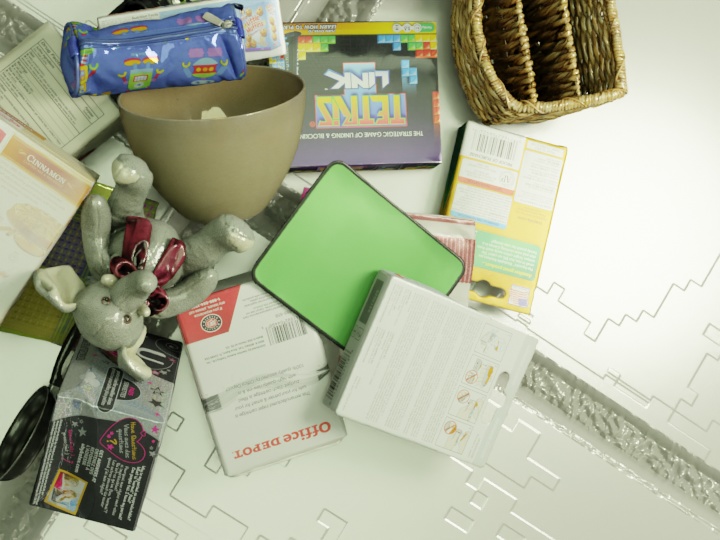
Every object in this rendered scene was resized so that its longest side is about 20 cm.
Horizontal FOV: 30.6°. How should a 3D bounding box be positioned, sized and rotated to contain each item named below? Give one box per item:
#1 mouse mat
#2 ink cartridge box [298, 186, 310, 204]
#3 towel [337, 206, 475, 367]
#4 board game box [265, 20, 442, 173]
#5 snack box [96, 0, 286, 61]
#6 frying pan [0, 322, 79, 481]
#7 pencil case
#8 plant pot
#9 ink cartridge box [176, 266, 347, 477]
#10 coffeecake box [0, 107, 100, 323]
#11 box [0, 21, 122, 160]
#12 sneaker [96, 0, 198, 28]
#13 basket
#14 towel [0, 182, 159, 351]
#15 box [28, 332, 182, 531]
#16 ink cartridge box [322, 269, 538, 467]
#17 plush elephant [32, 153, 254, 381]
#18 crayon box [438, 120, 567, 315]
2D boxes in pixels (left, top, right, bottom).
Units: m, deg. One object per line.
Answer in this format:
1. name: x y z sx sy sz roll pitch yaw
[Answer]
1. mouse mat: 0.000 0.000 1.420 0.200 0.008 0.161 38 87 -16
2. ink cartridge box: 0.016 -0.020 1.486 0.198 0.037 0.095 18 94 7
3. towel: 0.051 0.036 1.454 0.143 0.023 0.202 5 96 -16
4. board game box: -0.009 -0.199 1.511 0.198 0.057 0.167 -3 87 -8
5. snack box: -0.182 -0.256 1.434 0.198 0.024 0.073 -12 106 -13
6. frying pan: -0.350 0.147 1.433 0.031 0.115 0.191 33 58 -21
7. pencil case: -0.212 -0.229 1.368 0.198 0.087 0.079 -10 70 -17
8. plant pot: -0.153 -0.129 1.409 0.198 0.201 0.136 -7 115 -9
9. ink cartridge box: -0.112 0.107 1.453 0.143 0.084 0.202 -17 99 -9
10. coffeecake box: -0.384 -0.055 1.328 0.153 0.073 0.201 35 95 -10
11. box: -0.372 -0.152 1.427 0.200 0.109 0.128 -39 94 -9
12. sneaker: -0.225 -0.283 1.469 0.200 0.083 0.072 -40 94 -8
13. basket: 0.194 -0.274 1.482 0.142 0.149 0.202 -6 89 -28
14. towel: -0.316 -0.006 1.421 0.143 0.023 0.201 18 106 -29
15. box: -0.258 0.154 1.370 0.114 0.200 0.133 16 109 -9
16. ink cartridge box: 0.078 0.108 1.438 0.199 0.050 0.163 23 91 -26
17. plush elephant: -0.232 0.012 1.320 0.164 0.155 0.200 37 121 -19
18. crayon box: 0.156 -0.059 1.531 0.125 0.052 0.202 14 85 -7
